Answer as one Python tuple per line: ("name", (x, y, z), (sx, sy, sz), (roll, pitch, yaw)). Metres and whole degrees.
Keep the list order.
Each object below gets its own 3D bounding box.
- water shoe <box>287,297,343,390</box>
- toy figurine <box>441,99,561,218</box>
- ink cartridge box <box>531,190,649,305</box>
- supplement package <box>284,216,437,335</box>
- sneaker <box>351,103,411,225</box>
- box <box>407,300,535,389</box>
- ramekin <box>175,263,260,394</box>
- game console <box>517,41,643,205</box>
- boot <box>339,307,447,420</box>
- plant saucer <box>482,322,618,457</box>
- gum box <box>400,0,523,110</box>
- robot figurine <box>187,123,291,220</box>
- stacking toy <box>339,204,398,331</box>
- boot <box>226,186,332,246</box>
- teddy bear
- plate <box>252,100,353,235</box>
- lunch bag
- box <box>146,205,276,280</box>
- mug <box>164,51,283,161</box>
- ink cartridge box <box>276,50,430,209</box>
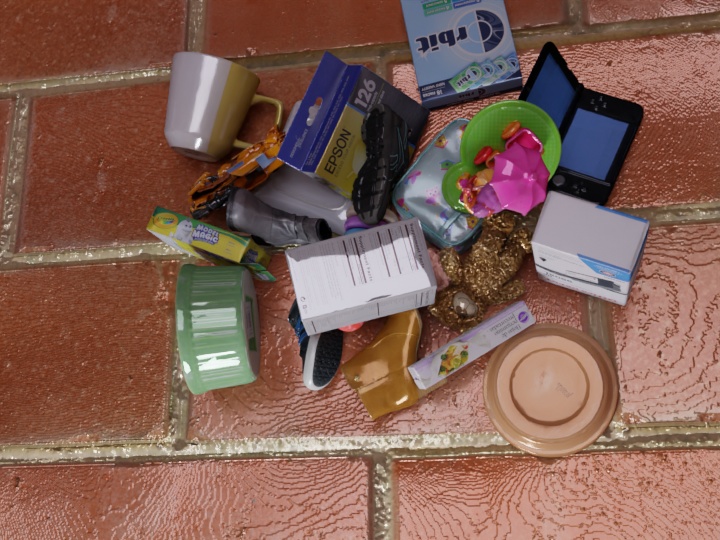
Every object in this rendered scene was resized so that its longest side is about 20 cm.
("water shoe", (-0.073, 0.091, 1.616), (0.079, 0.071, 0.201), (-5, 69, 36))
("toy figurine", (0.195, -0.130, 1.451), (0.200, 0.184, 0.150), (-40, 103, 20))
("ink cartridge box", (0.332, -0.028, 1.489), (0.144, 0.200, 0.084), (19, 80, 17))
("supplement package", (0.002, 0.010, 1.504), (0.199, 0.114, 0.110), (-14, 75, -3))
("sneaker", (0.042, -0.159, 1.589), (0.075, 0.079, 0.201), (-12, 62, 46))
("box", (0.165, 0.111, 1.529), (0.200, 0.041, 0.039), (-30, 92, -12))
("ramekin", (-0.213, 0.085, 1.571), (0.097, 0.200, 0.201), (-6, 72, 2))
("game console", (0.330, -0.225, 1.579), (0.170, 0.118, 0.200), (21, 69, 17))
("boot", (0.033, 0.115, 1.572), (0.144, 0.071, 0.202), (-22, 75, 0))
("plant saucer", (0.280, 0.175, 1.525), (0.200, 0.032, 0.201), (-3, 73, 10))
("gum box", (0.167, -0.379, 1.715), (0.169, 0.045, 0.201), (-12, 72, 7))
("robot figurine", (-0.200, -0.155, 1.666), (0.200, 0.145, 0.058), (-33, 105, 8))
("stacking toy", (0.000, 0.000, 1.603), (0.085, 0.085, 0.201), (8, 71, 14))
("boot", (-0.120, -0.078, 1.598), (0.131, 0.200, 0.070), (8, 83, 18))
("teddy bear", (0.188, 0.004, 1.557), (0.200, 0.145, 0.067), (-39, 27, -7))
("plate", (-0.062, -0.176, 1.706), (0.200, 0.032, 0.200), (21, 78, 17))
("lunch bag", (0.161, -0.133, 1.621), (0.160, 0.077, 0.200), (40, 84, 20))
("box", (-0.231, -0.039, 1.652), (0.200, 0.117, 0.048), (22, 81, 16))
("mug", (-0.243, -0.264, 1.715), (0.186, 0.149, 0.154), (12, 83, 24))
("ink cartridge box", (-0.006, -0.219, 1.639), (0.200, 0.047, 0.198), (29, 78, -27))
